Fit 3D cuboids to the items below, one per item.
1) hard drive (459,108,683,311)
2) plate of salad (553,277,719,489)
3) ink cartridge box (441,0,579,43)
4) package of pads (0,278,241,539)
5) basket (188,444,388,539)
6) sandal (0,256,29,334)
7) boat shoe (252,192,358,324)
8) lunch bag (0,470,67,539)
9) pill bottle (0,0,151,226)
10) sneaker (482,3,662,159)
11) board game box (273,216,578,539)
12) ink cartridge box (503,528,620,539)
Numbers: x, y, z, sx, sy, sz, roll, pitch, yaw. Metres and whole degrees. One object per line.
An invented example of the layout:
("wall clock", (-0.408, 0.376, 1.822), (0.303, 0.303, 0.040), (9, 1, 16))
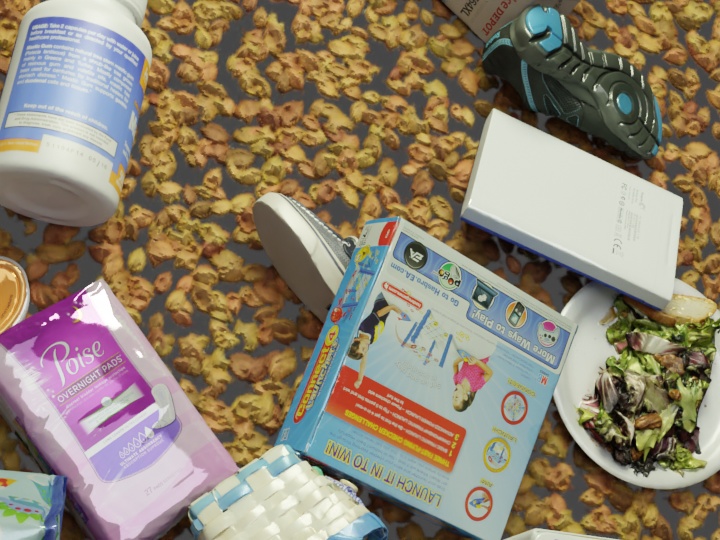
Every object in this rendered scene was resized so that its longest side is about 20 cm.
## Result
("hard drive", (0.194, -0.056, 1.201), (0.199, 0.025, 0.132), (24, 49, -7))
("plate of salad", (0.262, 0.092, 1.178), (0.198, 0.048, 0.202), (5, 70, -15))
("ink cartridge box", (0.129, -0.318, 1.235), (0.200, 0.129, 0.125), (44, 66, 3))
("package of pads", (-0.193, 0.117, 1.020), (0.120, 0.076, 0.201), (-34, 84, -26))
("basket", (-0.034, 0.237, 0.972), (0.139, 0.177, 0.201), (-29, 73, -15))
("sandal", (-0.351, 0.036, 1.009), (0.205, 0.059, 0.080), (-15, 77, -21))
("boat shoe", (0.000, 0.000, 1.124), (0.093, 0.075, 0.200), (-40, 95, -28))
("lunch bag", (-0.298, 0.243, 0.917), (0.169, 0.127, 0.202), (8, 101, -9))
("pill bottle", (-0.231, -0.147, 1.080), (0.111, 0.112, 0.201), (14, 69, -11))
("sneaker", (0.201, -0.169, 1.241), (0.200, 0.082, 0.074), (37, 56, -23))
("board game box", (0.057, 0.090, 1.063), (0.199, 0.056, 0.197), (30, 75, -26))
("ink cartridge box", (0.124, 0.281, 0.987), (0.083, 0.200, 0.147), (10, 69, -14))
